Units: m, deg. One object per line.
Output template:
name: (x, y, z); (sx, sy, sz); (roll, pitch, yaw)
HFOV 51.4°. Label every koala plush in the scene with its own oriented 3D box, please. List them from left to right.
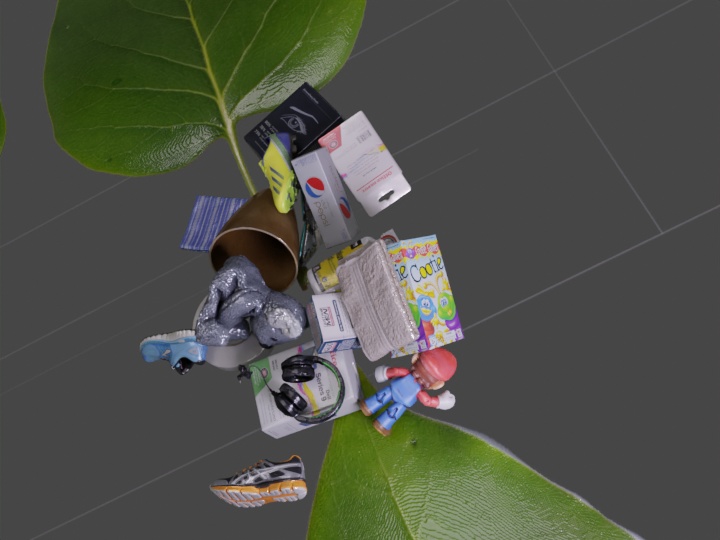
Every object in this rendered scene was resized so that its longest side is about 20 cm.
koala plush: (-0.194, 0.080, 1.479); (0.199, 0.177, 0.185); (18, 92, 9)

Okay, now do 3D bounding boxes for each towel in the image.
towel: (-0.316, -0.105, 1.732); (0.199, 0.024, 0.146); (6, 69, 21)
towel: (0.026, 0.054, 1.366); (0.132, 0.034, 0.201); (-32, 75, 44)

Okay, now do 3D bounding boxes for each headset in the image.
headset: (-0.128, 0.211, 1.395); (0.199, 0.094, 0.124); (11, 70, 10)

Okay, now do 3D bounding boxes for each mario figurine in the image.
mario figurine: (0.100, 0.226, 1.428); (0.200, 0.124, 0.106); (-38, 21, 1)

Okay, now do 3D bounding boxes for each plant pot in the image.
plant pot: (-0.206, -0.079, 1.602); (0.185, 0.187, 0.201); (-7, 39, 16)

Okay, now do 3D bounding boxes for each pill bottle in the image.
pill bottle: (0.000, 0.000, 1.530); (0.199, 0.111, 0.112); (-30, 62, 3)

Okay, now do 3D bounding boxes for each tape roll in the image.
tape roll: (-0.266, 0.118, 1.613); (0.201, 0.037, 0.204); (-7, 65, 16)

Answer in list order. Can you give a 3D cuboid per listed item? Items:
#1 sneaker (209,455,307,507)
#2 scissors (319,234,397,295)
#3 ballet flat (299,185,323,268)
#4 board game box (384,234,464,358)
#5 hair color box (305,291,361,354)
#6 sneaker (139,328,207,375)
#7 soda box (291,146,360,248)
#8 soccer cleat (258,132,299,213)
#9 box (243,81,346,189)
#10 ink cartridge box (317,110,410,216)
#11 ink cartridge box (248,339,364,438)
sneaker: (-0.196, 0.408, 1.451); (0.198, 0.078, 0.078); (-8, 52, 12)
scissors: (0.012, 0.010, 1.460); (0.200, 0.014, 0.073); (-41, 98, -10)
ballet flat: (-0.101, -0.101, 1.637); (0.072, 0.072, 0.202); (-6, 67, 16)
board game box: (0.099, 0.047, 1.391); (0.103, 0.104, 0.201); (-20, 84, 46)
hair color box: (0.002, 0.094, 1.460); (0.199, 0.061, 0.101); (-5, 62, -22)
sneaker: (-0.400, 0.179, 1.591); (0.199, 0.078, 0.091); (-14, 77, 39)
soda box: (-0.071, -0.154, 1.579); (0.063, 0.068, 0.201); (-17, 102, 24)
soccer cleat: (-0.174, -0.205, 1.583); (0.083, 0.065, 0.201); (-3, 61, 4)
box: (-0.139, -0.302, 1.709); (0.200, 0.104, 0.148); (-40, 62, -2)
ink cartridge box: (0.011, -0.228, 1.620); (0.116, 0.068, 0.201); (-33, 94, 3)
ink cartridge box: (-0.106, 0.228, 1.483); (0.199, 0.088, 0.146); (-20, 62, 8)
